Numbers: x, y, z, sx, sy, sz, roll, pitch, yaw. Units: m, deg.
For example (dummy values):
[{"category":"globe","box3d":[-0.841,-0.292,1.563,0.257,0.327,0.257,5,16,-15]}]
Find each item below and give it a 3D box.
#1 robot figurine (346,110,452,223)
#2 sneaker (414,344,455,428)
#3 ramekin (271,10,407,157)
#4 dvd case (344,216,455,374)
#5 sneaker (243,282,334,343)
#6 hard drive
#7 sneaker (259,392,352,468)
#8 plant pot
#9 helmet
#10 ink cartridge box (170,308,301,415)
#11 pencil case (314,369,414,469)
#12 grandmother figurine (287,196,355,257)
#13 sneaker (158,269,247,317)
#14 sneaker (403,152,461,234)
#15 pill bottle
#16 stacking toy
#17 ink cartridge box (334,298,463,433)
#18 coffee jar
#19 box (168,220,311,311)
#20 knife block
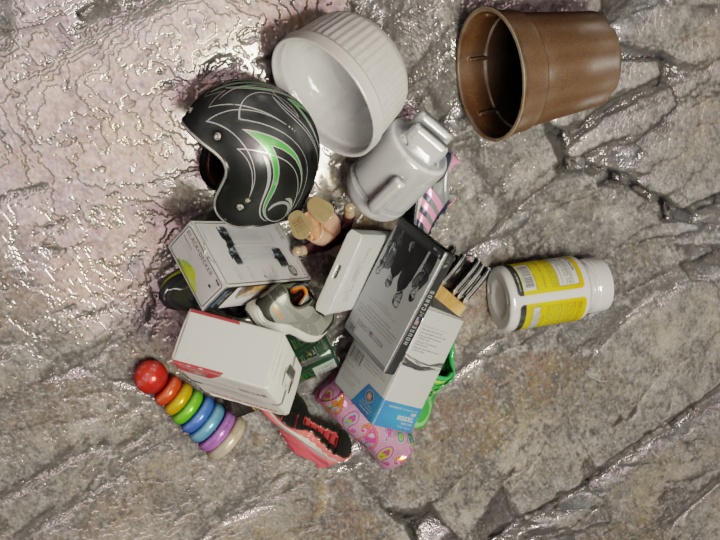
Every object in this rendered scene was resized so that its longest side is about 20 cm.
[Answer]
[{"category":"robot figurine","box3d":[0.054,-0.153,1.294,0.113,0.170,0.200,39,129,-10]},{"category":"sneaker","box3d":[0.109,0.175,1.395,0.073,0.084,0.202,7,107,-19]},{"category":"ramekin","box3d":[-0.023,-0.276,1.220,0.105,0.199,0.201,-45,116,-26]},{"category":"dvd case","box3d":[0.055,0.035,1.274,0.025,0.150,0.202,19,104,-32]},{"category":"sneaker","box3d":[-0.088,0.059,1.270,0.079,0.074,0.200,-45,158,16]},{"category":"hard drive","box3d":[0.000,0.000,1.326,0.026,0.200,0.133,27,100,16]},{"category":"sneaker","box3d":[-0.112,0.277,1.441,0.200,0.074,0.087,40,125,-12]},{"category":"plant pot","box3d":[0.281,-0.315,1.303,0.196,0.200,0.203,-13,111,-19]},{"category":"helmet","box3d":[-0.157,-0.178,1.217,0.197,0.201,0.193,-4,120,-14]},{"category":"ink cartridge box","box3d":[-0.174,0.138,1.231,0.145,0.200,0.084,14,72,8]},{"category":"pencil case","box3d":[0.010,0.256,1.462,0.087,0.087,0.200,-40,112,0]},{"category":"grandmother figurine","box3d":[-0.053,-0.057,1.298,0.120,0.200,0.061,-27,75,10]},{"category":"sneaker","box3d":[-0.217,0.038,1.326,0.197,0.081,0.075,-2,108,-15]},{"category":"sneaker","box3d":[0.117,-0.099,1.384,0.081,0.070,0.202,5,108,-17]},{"category":"pill bottle","box3d":[0.331,0.037,1.467,0.197,0.114,0.116,-7,109,-13]},{"category":"stacking toy","box3d":[-0.284,0.217,1.373,0.085,0.085,0.200,-44,108,2]},{"category":"ink cartridge box","box3d":[0.058,0.128,1.326,0.083,0.145,0.202,19,101,-31]},{"category":"coffee jar","box3d":[-0.141,0.154,1.374,0.198,0.085,0.105,-27,73,-6]},{"category":"box","box3d":[-0.175,-0.011,1.247,0.060,0.199,0.117,-40,72,27]},{"category":"knife block","box3d":[0.139,0.064,1.446,0.173,0.064,0.203,-9,110,-12]}]
